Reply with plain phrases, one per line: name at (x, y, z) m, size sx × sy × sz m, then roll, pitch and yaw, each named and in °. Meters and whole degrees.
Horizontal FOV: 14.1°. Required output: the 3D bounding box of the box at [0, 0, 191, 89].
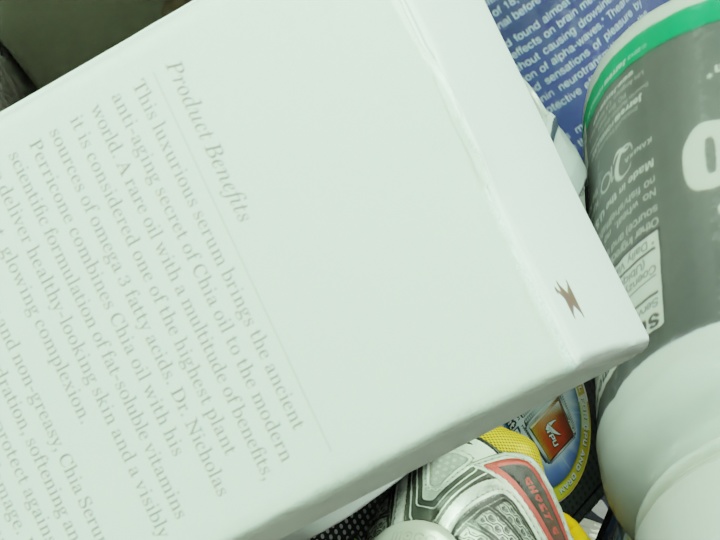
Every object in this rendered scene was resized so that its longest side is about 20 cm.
box at (-0.046, -0.063, 0.976) m, size 0.200 × 0.077 × 0.095 m, roll 53°, pitch 19°, yaw -29°

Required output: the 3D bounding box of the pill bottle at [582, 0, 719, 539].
pill bottle at (0.122, 0.020, 0.839) m, size 0.113 × 0.113 × 0.201 m, roll 48°, pitch 30°, yaw -39°

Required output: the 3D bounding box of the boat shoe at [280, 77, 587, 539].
boat shoe at (0.000, 0.000, 0.814) m, size 0.066 × 0.073 × 0.200 m, roll 56°, pitch 34°, yaw -18°

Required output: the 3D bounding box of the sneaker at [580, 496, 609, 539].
sneaker at (0.123, 0.147, 1.088) m, size 0.199 × 0.081 × 0.075 m, roll 18°, pitch 39°, yaw -16°

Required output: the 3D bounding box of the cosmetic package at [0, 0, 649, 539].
cosmetic package at (-0.053, 0.018, 0.613) m, size 0.102 × 0.199 × 0.071 m, roll 65°, pitch 17°, yaw 7°

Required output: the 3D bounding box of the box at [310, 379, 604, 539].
box at (-0.011, 0.018, 0.875) m, size 0.160 × 0.044 × 0.201 m, roll -41°, pitch 110°, yaw -45°

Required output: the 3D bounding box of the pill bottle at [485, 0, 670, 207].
pill bottle at (0.043, -0.096, 0.960) m, size 0.200 × 0.111 × 0.111 m, roll 56°, pitch 18°, yaw -23°

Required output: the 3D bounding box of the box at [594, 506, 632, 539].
box at (0.107, 0.154, 0.932) m, size 0.162 × 0.049 × 0.201 m, roll -98°, pitch -161°, yaw -45°

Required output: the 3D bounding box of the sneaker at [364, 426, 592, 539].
sneaker at (0.054, 0.114, 0.826) m, size 0.200 × 0.077 × 0.083 m, roll 63°, pitch 41°, yaw -53°
